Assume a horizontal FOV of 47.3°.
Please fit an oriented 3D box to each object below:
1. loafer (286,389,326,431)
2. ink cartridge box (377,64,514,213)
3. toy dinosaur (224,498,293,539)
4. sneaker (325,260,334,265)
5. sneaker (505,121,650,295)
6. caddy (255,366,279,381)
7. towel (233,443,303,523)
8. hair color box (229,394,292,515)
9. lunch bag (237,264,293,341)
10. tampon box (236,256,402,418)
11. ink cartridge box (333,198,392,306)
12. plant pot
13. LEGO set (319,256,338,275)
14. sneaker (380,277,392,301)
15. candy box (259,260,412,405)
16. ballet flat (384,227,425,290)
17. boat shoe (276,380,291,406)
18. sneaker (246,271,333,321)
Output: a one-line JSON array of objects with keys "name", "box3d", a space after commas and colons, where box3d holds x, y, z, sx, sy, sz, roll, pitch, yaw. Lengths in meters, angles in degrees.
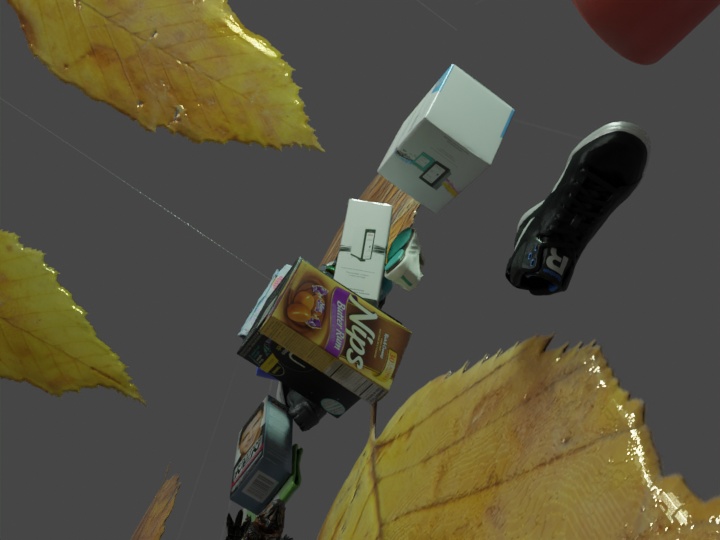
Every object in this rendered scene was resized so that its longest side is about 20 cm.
[{"name": "loafer", "box3d": [-0.088, 0.235, 1.449, 0.070, 0.068, 0.201, -36, 3, -5]}, {"name": "ink cartridge box", "box3d": [0.153, -0.235, 1.505, 0.148, 0.145, 0.200, -62, 11, -31]}, {"name": "toy dinosaur", "box3d": [-0.149, 0.410, 1.147, 0.136, 0.101, 0.202, 111, 166, -51]}, {"name": "sneaker", "box3d": [-0.103, 0.047, 2.205, 0.200, 0.075, 0.082, -43, 0, 31]}, {"name": "sneaker", "box3d": [0.210, -0.043, 0.799, 0.201, 0.072, 0.113, -59, 7, 52]}, {"name": "caddy", "box3d": [-0.195, 0.196, 2.029, 0.200, 0.104, 0.143, -118, 40, -79]}, {"name": "towel", "box3d": [-0.157, 0.399, 1.363, 0.201, 0.031, 0.149, -53, 12, 10]}, {"name": "hair color box", "box3d": [-0.166, 0.309, 1.401, 0.099, 0.060, 0.200, -52, 15, 14]}, {"name": "lunch bag", "box3d": [-0.107, 0.107, 1.534, 0.171, 0.199, 0.127, -62, 11, -27]}, {"name": "tampon box", "box3d": [-0.064, 0.109, 1.297, 0.150, 0.199, 0.127, -48, 12, 48]}, {"name": "ink cartridge box", "box3d": [0.000, 0.000, 1.436, 0.147, 0.083, 0.202, 96, -177, -56]}, {"name": "plant pot", "box3d": [0.332, -0.353, 0.874, 0.177, 0.200, 0.201, -35, 22, 45]}, {"name": "LEGO set", "box3d": [-0.052, 0.085, 1.730, 0.153, 0.116, 0.202, 4, 60, 46]}, {"name": "sneaker", "box3d": [0.030, 0.016, 1.605, 0.079, 0.078, 0.200, -35, 18, 9]}, {"name": "candy box", "box3d": [-0.032, 0.089, 1.192, 0.056, 0.199, 0.117, -46, 13, 48]}, {"name": "ballet flat", "box3d": [0.080, -0.014, 1.392, 0.070, 0.069, 0.200, -53, 6, 19]}, {"name": "boat shoe", "box3d": [-0.128, 0.194, 1.624, 0.065, 0.073, 0.203, -134, 42, -67]}, {"name": "sneaker", "box3d": [-0.138, 0.065, 1.672, 0.198, 0.078, 0.086, -28, -11, -6]}]
